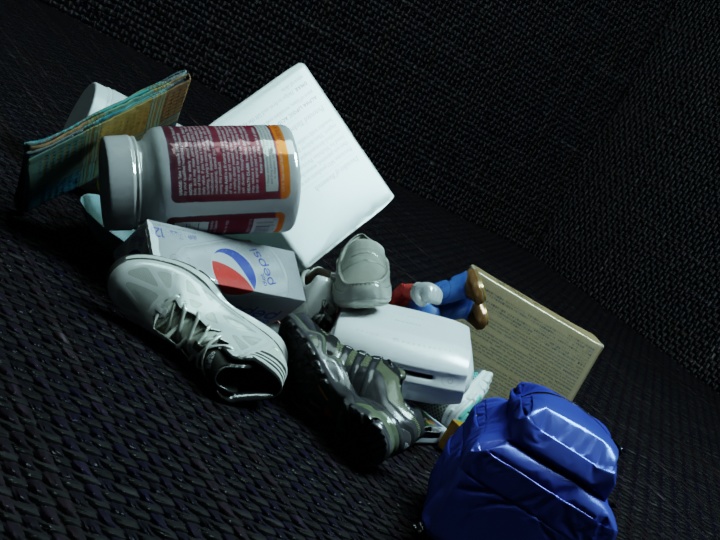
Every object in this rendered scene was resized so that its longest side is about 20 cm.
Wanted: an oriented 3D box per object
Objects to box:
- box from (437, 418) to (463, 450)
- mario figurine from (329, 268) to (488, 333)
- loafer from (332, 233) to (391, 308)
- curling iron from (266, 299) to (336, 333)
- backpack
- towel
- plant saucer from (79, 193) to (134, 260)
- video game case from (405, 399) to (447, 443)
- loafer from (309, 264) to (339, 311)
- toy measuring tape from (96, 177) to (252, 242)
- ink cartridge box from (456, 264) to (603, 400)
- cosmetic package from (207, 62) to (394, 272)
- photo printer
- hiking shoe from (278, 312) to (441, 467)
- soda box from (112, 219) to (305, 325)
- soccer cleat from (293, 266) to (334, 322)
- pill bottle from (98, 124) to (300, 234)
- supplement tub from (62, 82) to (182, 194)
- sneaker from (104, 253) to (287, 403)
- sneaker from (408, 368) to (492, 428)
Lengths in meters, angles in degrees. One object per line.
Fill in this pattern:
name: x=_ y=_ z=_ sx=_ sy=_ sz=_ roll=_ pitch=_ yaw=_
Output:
box: x=0.185 y=0.241 z=1.434 sx=0.118 sy=0.042 sz=0.200 roll=22 pitch=15 yaw=-44
mario figurine: x=0.060 y=0.071 z=1.602 sx=0.197 sy=0.125 sz=0.106 roll=-15 pitch=16 yaw=0
loafer: x=0.000 y=0.000 z=1.503 sx=0.069 sy=0.071 sz=0.200 roll=-2 pitch=9 yaw=-4
curling iron: x=-0.081 y=0.059 z=1.395 sx=0.025 sy=0.050 sz=0.199 roll=39 pitch=18 yaw=20
backpack: x=0.155 y=0.195 z=1.197 sx=0.162 sy=0.169 sz=0.200 roll=37 pitch=5 yaw=0
towel: x=-0.275 y=-0.136 z=1.393 sx=0.022 sy=0.199 sz=0.147 roll=54 pitch=-27 yaw=8
plant saucer: x=-0.234 y=-0.020 z=1.482 sx=0.199 sy=0.039 sz=0.201 roll=30 pitch=10 yaw=-6
video game case: x=-0.014 y=0.131 z=1.438 sx=0.181 sy=0.022 sz=0.199 roll=35 pitch=10 yaw=27
loafer: x=-0.029 y=0.034 z=1.730 sx=0.198 sy=0.074 sz=0.071 roll=30 pitch=11 yaw=-6
toy measuring tape: x=-0.199 y=-0.071 z=1.457 sx=0.197 sy=0.075 sz=0.074 roll=21 pitch=8 yaw=10
ink cartridge box: x=0.190 y=0.114 z=1.716 sx=0.198 sy=0.166 sz=0.075 roll=30 pitch=7 yaw=-3
cosmetic package: x=-0.102 y=-0.107 z=1.599 sx=0.201 sy=0.165 sz=0.164 roll=54 pitch=-30 yaw=-6
photo printer: x=0.044 y=0.089 z=1.456 sx=0.164 sy=0.071 sz=0.200 roll=13 pitch=9 yaw=3
hiking shoe: x=-0.008 y=0.115 z=1.313 sx=0.100 sy=0.076 sz=0.200 roll=-7 pitch=43 yaw=-40
soda box: x=-0.155 y=0.007 z=1.371 sx=0.198 sy=0.068 sz=0.064 roll=13 pitch=52 yaw=-42
soccer cleat: x=-0.060 y=0.031 z=1.582 sx=0.068 sy=0.079 sz=0.200 roll=18 pitch=4 yaw=-11
pill bottle: x=-0.170 y=-0.093 z=1.373 sx=0.197 sy=0.116 sz=0.114 roll=-3 pitch=21 yaw=-18
supplement tub: x=-0.279 y=-0.138 z=1.679 sx=0.198 sy=0.133 sz=0.132 roll=26 pitch=10 yaw=-23
sneaker: x=-0.150 y=0.055 z=1.234 sx=0.199 sy=0.076 sz=0.115 roll=31 pitch=7 yaw=-13
sneaker: x=0.104 y=0.144 z=1.587 sx=0.090 sy=0.078 sz=0.200 roll=28 pitch=7 yaw=10
